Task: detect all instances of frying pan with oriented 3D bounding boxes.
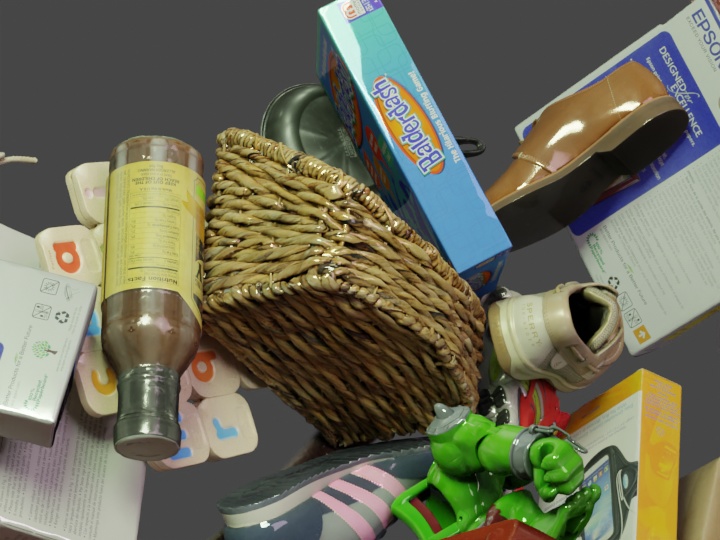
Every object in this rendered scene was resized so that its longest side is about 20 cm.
[{"bbox_3d":[0.015,-0.076,1.798,0.189,0.031,0.115,16,57,-24],"label":"frying pan"}]

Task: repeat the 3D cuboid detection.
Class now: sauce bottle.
[{"bbox_3d":[-0.128,0.018,1.528,0.064,0.065,0.201,15,61,-28],"label":"sauce bottle"}]

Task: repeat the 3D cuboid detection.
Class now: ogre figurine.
[{"bbox_3d":[0.090,0.159,1.598,0.120,0.200,0.098,35,74,29],"label":"ogre figurine"}]

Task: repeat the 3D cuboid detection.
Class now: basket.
[{"bbox_3d":[0.000,0.000,1.624,0.200,0.142,0.150,45,43,-43],"label":"basket"}]

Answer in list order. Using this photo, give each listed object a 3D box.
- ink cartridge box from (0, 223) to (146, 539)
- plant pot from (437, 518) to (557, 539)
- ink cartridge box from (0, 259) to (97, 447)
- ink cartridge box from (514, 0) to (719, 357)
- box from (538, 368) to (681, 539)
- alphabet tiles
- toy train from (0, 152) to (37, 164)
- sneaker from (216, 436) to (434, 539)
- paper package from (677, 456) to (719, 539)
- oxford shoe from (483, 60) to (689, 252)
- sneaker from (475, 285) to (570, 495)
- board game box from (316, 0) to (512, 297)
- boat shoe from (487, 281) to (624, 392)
[{"bbox_3d":[-0.212,0.073,1.541,0.176,0.045,0.201,22,54,-25],"label":"ink cartridge box"},{"bbox_3d":[0.075,0.268,1.509,0.176,0.199,0.200,49,47,-18],"label":"plant pot"},{"bbox_3d":[-0.263,0.031,1.467,0.199,0.039,0.100,16,59,-2],"label":"ink cartridge box"},{"bbox_3d":[0.233,-0.069,1.829,0.047,0.200,0.198,-11,72,-53],"label":"ink cartridge box"},{"bbox_3d":[0.166,0.180,1.698,0.041,0.119,0.201,21,55,-25],"label":"box"},{"bbox_3d":[-0.126,0.027,1.590,0.195,0.015,0.201,-8,79,-54],"label":"alphabet tiles"},{"bbox_3d":[-0.311,-0.096,1.550,0.199,0.085,0.116,-11,58,-38],"label":"toy train"},{"bbox_3d":[-0.009,0.162,1.632,0.199,0.070,0.082,-16,96,-40],"label":"sneaker"},{"bbox_3d":[0.270,0.262,1.737,0.190,0.103,0.201,33,50,-18],"label":"paper package"},{"bbox_3d":[0.137,-0.077,1.806,0.071,0.200,0.071,57,4,29],"label":"oxford shoe"},{"bbox_3d":[0.109,0.106,1.733,0.085,0.077,0.201,29,54,-30],"label":"sneaker"},{"bbox_3d":[0.033,-0.079,1.693,0.045,0.152,0.201,-26,80,-6],"label":"board game box"},{"bbox_3d":[0.151,0.041,1.719,0.200,0.065,0.073,7,67,-66],"label":"boat shoe"}]
